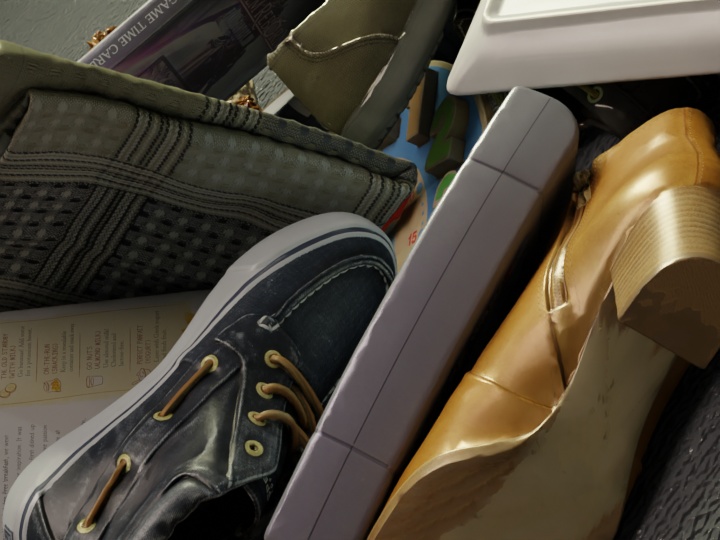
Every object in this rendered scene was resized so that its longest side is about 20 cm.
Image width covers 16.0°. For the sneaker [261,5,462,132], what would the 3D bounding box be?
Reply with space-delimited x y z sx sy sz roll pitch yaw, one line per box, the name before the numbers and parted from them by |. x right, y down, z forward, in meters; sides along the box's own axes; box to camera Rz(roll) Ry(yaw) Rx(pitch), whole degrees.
sneaker | -0.006 -0.072 1.251 0.200 0.070 0.109 -49 15 38

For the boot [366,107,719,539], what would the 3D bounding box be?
boot | 0.071 0.039 0.928 0.201 0.071 0.144 -51 11 19

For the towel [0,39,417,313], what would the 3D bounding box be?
towel | -0.103 -0.014 1.076 0.193 0.199 0.035 -44 39 49

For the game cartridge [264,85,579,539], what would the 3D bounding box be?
game cartridge | 0.027 0.035 0.965 0.201 0.041 0.133 -61 -8 -17

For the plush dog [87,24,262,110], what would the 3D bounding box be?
plush dog | -0.130 -0.059 1.472 0.172 0.161 0.200 -43 47 -6

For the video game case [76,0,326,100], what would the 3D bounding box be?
video game case | -0.083 -0.102 1.214 0.200 0.019 0.143 -40 -13 -1

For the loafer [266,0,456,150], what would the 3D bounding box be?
loafer | 0.018 -0.147 1.118 0.201 0.069 0.075 -66 6 -28

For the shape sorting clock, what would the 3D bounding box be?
shape sorting clock | 0.000 0.000 1.140 0.200 0.039 0.201 -47 29 36

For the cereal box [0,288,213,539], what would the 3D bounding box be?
cereal box | -0.111 0.080 1.067 0.040 0.199 0.145 79 -173 -54

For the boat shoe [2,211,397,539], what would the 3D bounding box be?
boat shoe | -0.039 0.061 0.988 0.200 0.071 0.091 -44 37 -20

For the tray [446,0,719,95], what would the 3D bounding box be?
tray | 0.127 -0.120 0.976 0.199 0.022 0.108 -2 50 35

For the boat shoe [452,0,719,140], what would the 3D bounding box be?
boat shoe | 0.082 -0.091 1.078 0.061 0.072 0.201 -53 22 -6
